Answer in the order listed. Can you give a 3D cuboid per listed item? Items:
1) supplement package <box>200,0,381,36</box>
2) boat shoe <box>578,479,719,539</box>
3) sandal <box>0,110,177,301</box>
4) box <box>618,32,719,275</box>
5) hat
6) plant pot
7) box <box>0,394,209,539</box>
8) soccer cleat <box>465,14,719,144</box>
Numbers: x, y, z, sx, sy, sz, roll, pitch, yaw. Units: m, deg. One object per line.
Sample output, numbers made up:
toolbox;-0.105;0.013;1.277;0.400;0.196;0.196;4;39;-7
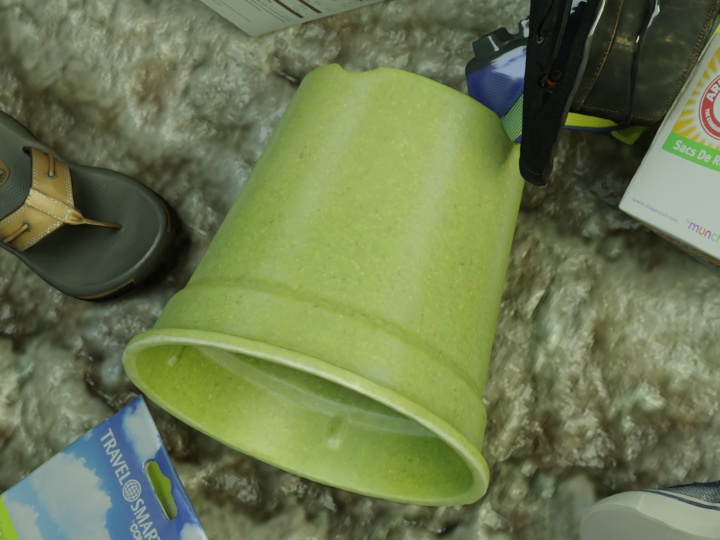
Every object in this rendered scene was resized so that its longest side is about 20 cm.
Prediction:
supplement package;-0.013;-0.246;1.470;0.200;0.151;0.152;-12;69;25
boat shoe;0.202;0.129;1.291;0.200;0.093;0.075;3;118;54
sandal;-0.194;-0.047;1.564;0.200;0.055;0.082;36;94;32
box;0.244;-0.022;1.275;0.200;0.112;0.101;30;91;40
hat;0.135;-0.134;1.302;0.081;0.201;0.201;10;78;-4
plant pot;0.000;0.000;1.383;0.200;0.200;0.185;8;67;30
box;-0.168;0.176;1.487;0.200;0.048;0.122;-36;62;14
soccer cleat;0.154;-0.115;1.404;0.200;0.065;0.084;-18;97;18
